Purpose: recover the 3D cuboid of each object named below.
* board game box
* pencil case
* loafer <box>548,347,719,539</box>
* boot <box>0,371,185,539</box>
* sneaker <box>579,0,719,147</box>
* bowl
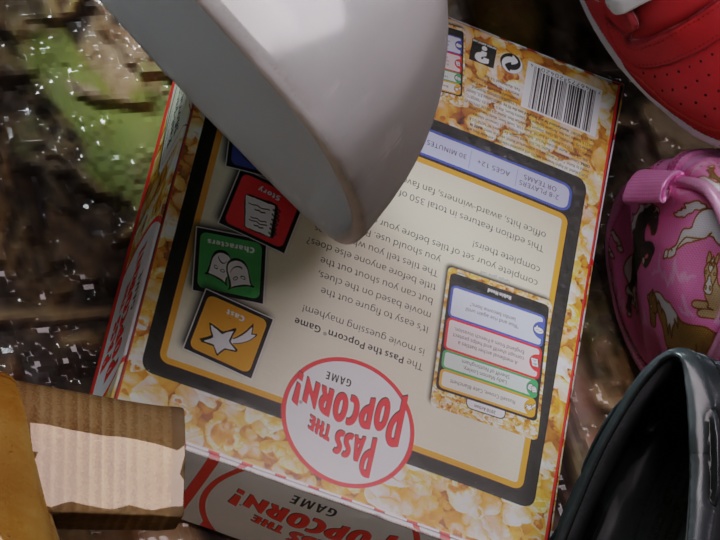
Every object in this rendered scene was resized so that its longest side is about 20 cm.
[{"bbox_3d":[0.000,0.000,0.991,0.151,0.046,0.201,21,55,-11],"label":"board game box"},{"bbox_3d":[0.184,-0.006,1.056,0.199,0.083,0.087,-7,58,-27],"label":"pencil case"},{"bbox_3d":[0.071,0.118,0.910,0.070,0.068,0.201,37,72,-48],"label":"loafer"},{"bbox_3d":[-0.124,0.126,0.863,0.143,0.071,0.202,2,72,-6],"label":"boot"},{"bbox_3d":[0.082,-0.130,0.978,0.201,0.071,0.112,62,13,6],"label":"sneaker"},{"bbox_3d":[-0.044,-0.108,0.878,0.075,0.200,0.200,-41,84,-5],"label":"bowl"}]
